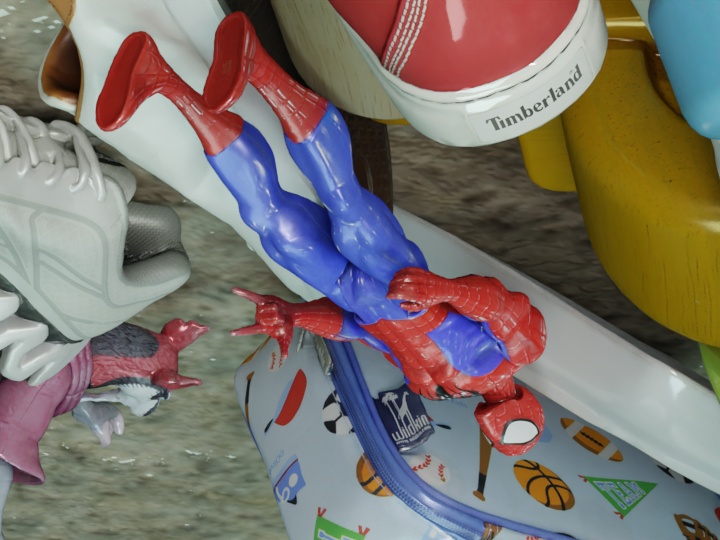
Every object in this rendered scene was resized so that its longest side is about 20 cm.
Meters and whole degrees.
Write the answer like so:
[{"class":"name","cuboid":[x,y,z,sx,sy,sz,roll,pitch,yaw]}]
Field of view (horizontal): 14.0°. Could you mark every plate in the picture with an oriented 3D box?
[{"class":"plate","cuboid":[0.101,0.044,1.015,0.199,0.032,0.200,29,-178,-40]}]

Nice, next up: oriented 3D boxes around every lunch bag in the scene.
[{"class":"lunch bag","cuboid":[0.050,0.076,1.090,0.200,0.160,0.076,23,118,-30]}]

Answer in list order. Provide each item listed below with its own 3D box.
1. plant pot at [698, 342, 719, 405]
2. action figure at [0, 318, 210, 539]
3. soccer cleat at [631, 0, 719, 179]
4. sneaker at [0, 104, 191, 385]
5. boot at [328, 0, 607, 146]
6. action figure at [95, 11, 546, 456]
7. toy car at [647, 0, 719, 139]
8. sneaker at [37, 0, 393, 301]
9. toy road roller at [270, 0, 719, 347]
[{"class":"plant pot","cuboid":[0.225,0.086,0.808,0.181,0.199,0.200,-23,-167,0]},{"class":"action figure","cuboid":[-0.157,0.033,1.123,0.200,0.134,0.149,-12,109,5]},{"class":"soccer cleat","cuboid":[0.088,-0.083,0.709,0.069,0.200,0.078,-25,167,-2]},{"class":"sneaker","cuboid":[-0.127,-0.032,0.990,0.081,0.075,0.200,-20,150,16]},{"class":"boot","cuboid":[-0.022,-0.135,0.654,0.072,0.200,0.144,-34,138,-4]},{"class":"action figure","cuboid":[0.000,0.000,0.886,0.065,0.052,0.200,-12,142,34]},{"class":"toy car","cuboid":[0.144,-0.150,0.635,0.200,0.185,0.177,-14,168,-38]},{"class":"sneaker","cuboid":[-0.048,-0.055,0.925,0.085,0.073,0.200,-3,142,21]},{"class":"toy road roller","cuboid":[0.067,-0.058,0.805,0.200,0.146,0.123,-1,153,10]}]
